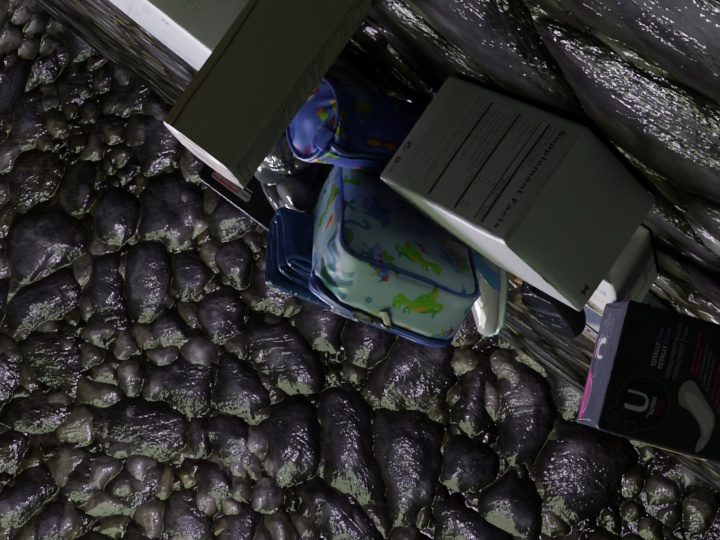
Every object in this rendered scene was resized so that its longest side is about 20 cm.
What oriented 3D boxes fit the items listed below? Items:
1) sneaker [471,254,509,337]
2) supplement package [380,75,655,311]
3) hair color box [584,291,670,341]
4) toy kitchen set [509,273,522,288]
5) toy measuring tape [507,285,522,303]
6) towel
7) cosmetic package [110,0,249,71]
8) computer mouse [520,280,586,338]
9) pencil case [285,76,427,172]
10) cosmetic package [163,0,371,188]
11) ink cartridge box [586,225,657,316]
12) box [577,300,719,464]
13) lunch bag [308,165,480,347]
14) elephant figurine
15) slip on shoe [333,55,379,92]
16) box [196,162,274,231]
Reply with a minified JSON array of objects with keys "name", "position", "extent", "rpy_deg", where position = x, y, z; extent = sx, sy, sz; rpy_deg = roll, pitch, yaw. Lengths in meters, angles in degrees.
[{"name":"sneaker","position":[0.113,-0.025,1.348],"extent":[0.077,0.079,0.203],"rpy_deg":[-104,2,-77]},{"name":"supplement package","position":[0.132,-0.071,1.087],"extent":[0.117,0.118,0.199],"rpy_deg":[38,178,-37]},{"name":"hair color box","position":[0.328,0.069,1.517],"extent":[0.098,0.061,0.200],"rpy_deg":[37,176,-8]},{"name":"toy kitchen set","position":[0.146,0.019,1.674],"extent":[0.200,0.181,0.163],"rpy_deg":[42,176,-22]},{"name":"toy measuring tape","position":[0.203,-0.006,1.434],"extent":[0.073,0.074,0.199],"rpy_deg":[35,-161,21]},{"name":"towel","position":[0.000,0.000,1.279],"extent":[0.197,0.049,0.113],"rpy_deg":[19,-145,-18]},{"name":"cosmetic package","position":[-0.134,-0.261,1.222],"extent":[0.199,0.124,0.199],"rpy_deg":[36,177,-13]},{"name":"computer mouse","position":[0.177,0.003,1.296],"extent":[0.058,0.034,0.200],"rpy_deg":[19,158,49]},{"name":"pencil case","position":[0.026,-0.128,1.205],"extent":[0.198,0.079,0.087],"rpy_deg":[8,-147,-37]},{"name":"cosmetic package","position":[-0.074,-0.177,1.064],"extent":[0.073,0.201,0.104],"rpy_deg":[34,176,4]},{"name":"ink cartridge box","position":[0.234,-0.014,1.273],"extent":[0.116,0.068,0.200],"rpy_deg":[35,175,22]},{"name":"box","position":[0.317,0.112,1.171],"extent":[0.197,0.124,0.106],"rpy_deg":[16,177,-1]},{"name":"lunch bag","position":[0.034,-0.021,1.211],"extent":[0.159,0.083,0.201],"rpy_deg":[20,-149,-15]},{"name":"elephant figurine","position":[-0.021,-0.146,1.354],"extent":[0.157,0.199,0.141],"rpy_deg":[58,166,-13]},{"name":"slip on shoe","position":[-0.019,-0.194,1.449],"extent":[0.074,0.061,0.200],"rpy_deg":[38,172,10]},{"name":"box","position":[-0.072,-0.140,1.582],"extent":[0.199,0.200,0.050],"rpy_deg":[37,177,-6]}]
